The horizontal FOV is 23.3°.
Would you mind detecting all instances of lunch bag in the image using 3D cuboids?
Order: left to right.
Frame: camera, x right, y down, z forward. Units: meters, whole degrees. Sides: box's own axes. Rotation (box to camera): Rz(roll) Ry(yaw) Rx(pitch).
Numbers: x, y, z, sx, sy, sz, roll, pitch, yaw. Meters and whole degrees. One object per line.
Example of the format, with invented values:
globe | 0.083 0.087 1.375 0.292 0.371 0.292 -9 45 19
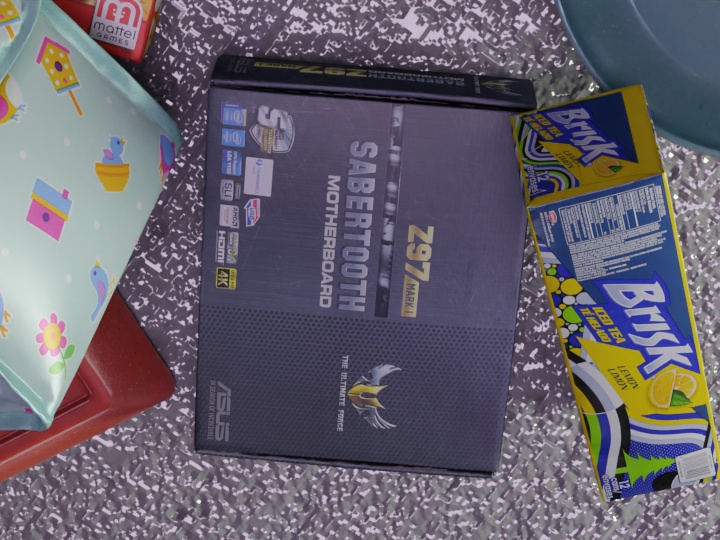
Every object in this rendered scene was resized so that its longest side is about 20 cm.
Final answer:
lunch bag | -0.192 -0.050 0.746 0.122 0.171 0.200 -6 138 37

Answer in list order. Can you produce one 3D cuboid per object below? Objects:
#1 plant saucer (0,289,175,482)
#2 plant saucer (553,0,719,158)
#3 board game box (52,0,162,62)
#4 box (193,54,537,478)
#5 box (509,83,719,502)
plant saucer | -0.229 0.032 0.893 0.199 0.037 0.200 -27 108 12
plant saucer | 0.180 -0.149 0.770 0.199 0.036 0.201 7 107 25
board game box | -0.145 -0.212 0.783 0.151 0.046 0.201 15 112 -4
box | 0.000 0.000 0.861 0.157 0.051 0.201 5 113 -1
box | 0.123 0.016 0.822 0.064 0.070 0.201 -12 130 8
